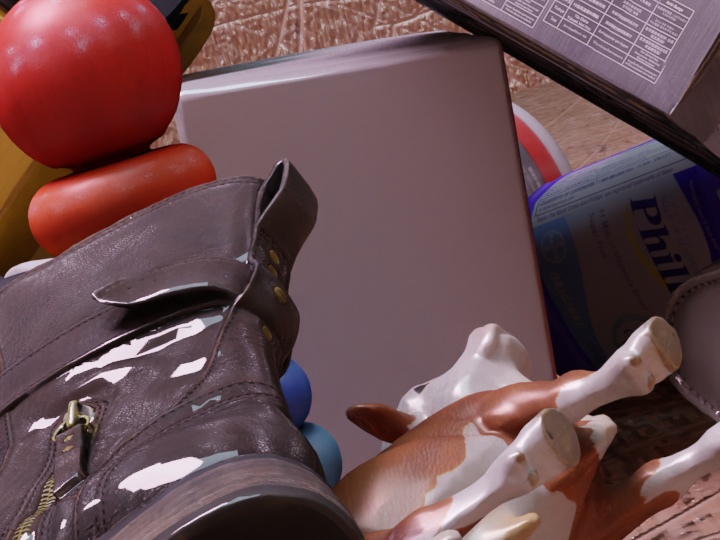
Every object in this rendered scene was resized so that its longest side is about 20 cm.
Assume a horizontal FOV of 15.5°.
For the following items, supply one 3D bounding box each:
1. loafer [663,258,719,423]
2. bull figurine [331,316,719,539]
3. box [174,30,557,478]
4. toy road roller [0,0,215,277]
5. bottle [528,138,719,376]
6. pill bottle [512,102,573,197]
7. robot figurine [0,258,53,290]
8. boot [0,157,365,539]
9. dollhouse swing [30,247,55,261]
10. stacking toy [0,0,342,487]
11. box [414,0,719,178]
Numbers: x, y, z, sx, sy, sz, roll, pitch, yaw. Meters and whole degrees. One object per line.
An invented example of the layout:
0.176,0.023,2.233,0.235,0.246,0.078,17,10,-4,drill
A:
0.131,0.026,0.753,0.070,0.070,0.200,-11,4,-19,loafer
0.030,0.063,0.662,0.121,0.065,0.200,-31,9,33,bull figurine
0.000,0.000,0.918,0.106,0.153,0.200,-10,7,-2,box
-0.130,-0.079,0.963,0.200,0.123,0.146,-55,-14,2,toy road roller
0.141,-0.016,0.941,0.200,0.084,0.065,-20,14,44,bottle
-0.008,0.004,1.118,0.200,0.116,0.116,-22,8,-35,pill bottle
-0.140,0.070,0.856,0.199,0.125,0.150,-21,10,-25,robot figurine
-0.083,0.064,0.631,0.200,0.069,0.174,-31,29,4,boot
-0.216,0.015,1.045,0.200,0.182,0.176,-23,-13,-30,dollhouse swing
-0.055,0.017,0.733,0.085,0.201,0.085,-17,7,2,stacking toy
0.057,-0.094,0.849,0.200,0.048,0.158,32,3,28,box
